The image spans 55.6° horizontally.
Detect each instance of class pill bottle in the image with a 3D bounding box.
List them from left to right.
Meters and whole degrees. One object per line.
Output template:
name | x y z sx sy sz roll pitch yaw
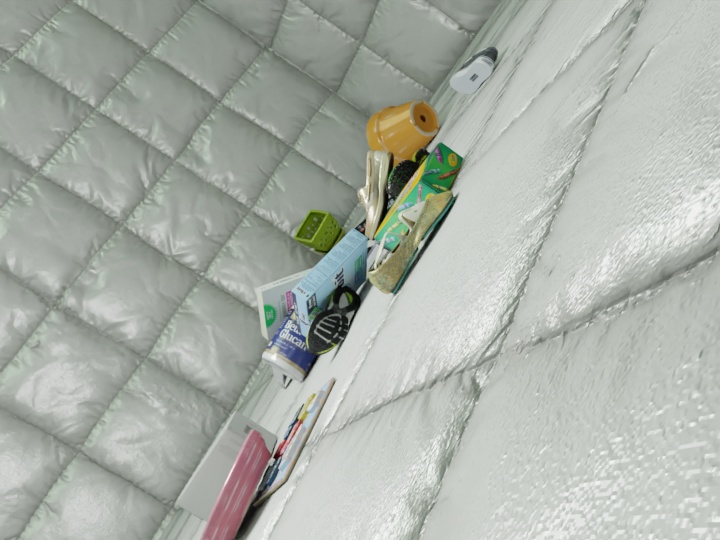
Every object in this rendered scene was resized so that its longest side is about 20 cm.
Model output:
pill bottle | -0.132 0.145 1.585 0.200 0.111 0.111 -59 6 -17

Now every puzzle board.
puzzle board | -0.112 0.280 1.128 0.151 0.017 0.200 -52 8 47

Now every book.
book | -0.152 0.071 1.648 0.199 0.048 0.134 -21 -56 -29

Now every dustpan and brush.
dustpan and brush | -0.197 0.220 1.779 0.200 0.057 0.140 56 -134 -57

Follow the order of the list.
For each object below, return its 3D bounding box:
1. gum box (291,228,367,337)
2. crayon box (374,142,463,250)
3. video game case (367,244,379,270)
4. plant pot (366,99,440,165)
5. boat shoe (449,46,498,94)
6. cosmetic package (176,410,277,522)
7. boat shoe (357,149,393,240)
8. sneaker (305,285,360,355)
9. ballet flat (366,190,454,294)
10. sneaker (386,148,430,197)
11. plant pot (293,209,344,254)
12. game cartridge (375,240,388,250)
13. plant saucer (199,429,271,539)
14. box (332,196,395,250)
gum box | -0.062 0.031 1.465 0.200 0.044 0.170 -46 -22 -25
crayon box | 0.109 -0.136 1.305 0.200 0.058 0.119 -51 8 51
video game case | 0.000 0.000 1.732 0.143 0.017 0.200 -58 5 -3
plant pot | 0.151 -0.453 2.193 0.183 0.200 0.201 -23 31 52
boat shoe | 0.298 -0.524 1.780 0.068 0.072 0.200 -60 8 -13
cosmetic package | -0.265 0.398 1.361 0.200 0.107 0.085 -55 6 13
boat shoe | 0.028 -0.169 1.533 0.072 0.065 0.201 -22 -58 -78
sneaker | -0.060 0.115 1.391 0.081 0.074 0.200 -61 -6 36
ballet flat | 0.077 -0.057 1.105 0.200 0.071 0.071 -57 5 -2
sneaker | 0.110 -0.204 1.550 0.085 0.078 0.200 -45 -2 36
plant pot | -0.214 -0.200 3.750 0.200 0.181 0.200 14 70 54
game cartridge | 0.082 -0.115 1.566 0.134 0.040 0.200 -52 6 14
plant saucer | -0.201 0.367 1.131 0.201 0.051 0.201 24 -90 -90
box | 0.012 -0.102 1.795 0.200 0.046 0.159 -42 0 -19
